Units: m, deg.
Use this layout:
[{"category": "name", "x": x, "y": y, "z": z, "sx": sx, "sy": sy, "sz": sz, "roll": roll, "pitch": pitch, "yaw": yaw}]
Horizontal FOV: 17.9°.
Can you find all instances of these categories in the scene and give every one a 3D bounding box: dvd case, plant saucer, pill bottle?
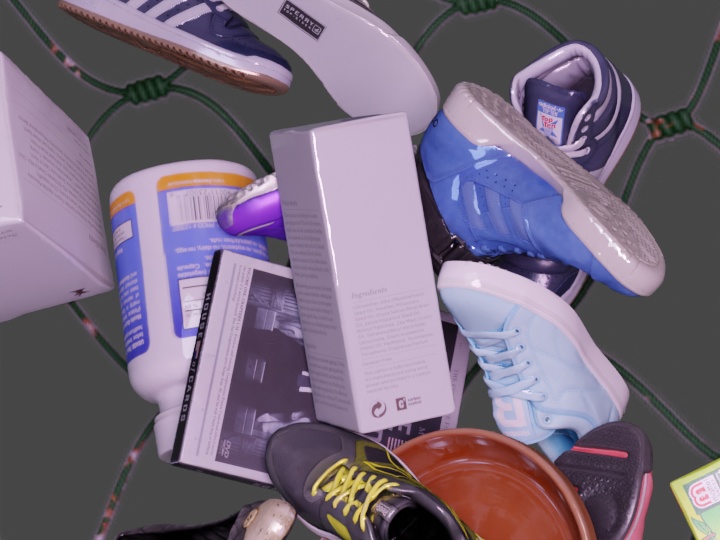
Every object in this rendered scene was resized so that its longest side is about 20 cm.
[{"category": "dvd case", "x": -0.023, "y": 0.083, "z": 1.578, "sx": 0.199, "sy": 0.025, "sz": 0.151, "roll": 15, "pitch": 78, "yaw": -22}, {"category": "plant saucer", "x": 0.069, "y": 0.206, "z": 1.514, "sx": 0.199, "sy": 0.032, "sz": 0.202, "roll": -7, "pitch": 76, "yaw": 30}, {"category": "pill bottle", "x": -0.114, "y": 0.032, "z": 1.625, "sx": 0.111, "sy": 0.112, "sz": 0.201, "roll": -11, "pitch": 74, "yaw": 10}]

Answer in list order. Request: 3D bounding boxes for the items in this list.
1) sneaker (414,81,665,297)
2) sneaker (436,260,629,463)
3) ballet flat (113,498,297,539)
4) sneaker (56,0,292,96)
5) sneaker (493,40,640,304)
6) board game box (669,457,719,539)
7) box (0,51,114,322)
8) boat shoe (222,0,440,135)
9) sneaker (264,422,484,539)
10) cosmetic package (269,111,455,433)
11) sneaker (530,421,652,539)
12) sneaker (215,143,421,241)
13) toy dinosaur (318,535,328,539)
[{"category": "sneaker", "x": 0.106, "y": -0.024, "z": 1.520, "sx": 0.200, "sy": 0.077, "sz": 0.111, "roll": 44, "pitch": 112, "yaw": 22}, {"category": "sneaker", "x": 0.113, "y": 0.071, "z": 1.519, "sx": 0.074, "sy": 0.200, "sz": 0.082, "roll": -6, "pitch": 52, "yaw": 43}, {"category": "ballet flat", "x": -0.109, "y": 0.190, "z": 1.555, "sx": 0.057, "sy": 0.200, "sz": 0.067, "roll": 47, "pitch": 52, "yaw": -13}, {"category": "sneaker", "x": -0.123, "y": -0.210, "z": 1.711, "sx": 0.199, "sy": 0.070, "sz": 0.109, "roll": 24, "pitch": 84, "yaw": 20}, {"category": "sneaker", "x": 0.130, "y": -0.063, "z": 1.585, "sx": 0.070, "sy": 0.108, "sz": 0.201, "roll": 18, "pitch": 79, "yaw": 25}, {"category": "board game box", "x": 0.270, "y": 0.226, "z": 1.495, "sx": 0.047, "sy": 0.102, "sz": 0.201, "roll": -26, "pitch": 72, "yaw": 4}, {"category": "box", "x": -0.306, "y": -0.043, "z": 1.640, "sx": 0.198, "sy": 0.200, "sz": 0.131, "roll": -14, "pitch": 73, "yaw": 8}, {"category": "boat shoe", "x": -0.017, "y": -0.181, "z": 1.677, "sx": 0.200, "sy": 0.064, "sz": 0.071, "roll": 41, "pitch": 120, "yaw": -3}, {"category": "sneaker", "x": 0.015, "y": 0.152, "z": 1.481, "sx": 0.200, "sy": 0.085, "sz": 0.075, "roll": 32, "pitch": 77, "yaw": 26}, {"category": "cosmetic package", "x": 0.000, "y": 0.000, "z": 1.515, "sx": 0.071, "sy": 0.101, "sz": 0.201, "roll": -11, "pitch": 96, "yaw": -18}, {"category": "sneaker", "x": 0.156, "y": 0.200, "z": 1.534, "sx": 0.073, "sy": 0.087, "sz": 0.201, "roll": 13, "pitch": 87, "yaw": 30}, {"category": "sneaker", "x": -0.001, "y": -0.029, "z": 1.603, "sx": 0.199, "sy": 0.070, "sz": 0.100, "roll": -11, "pitch": 86, "yaw": -26}, {"category": "toy dinosaur", "x": -0.061, "y": 0.241, "z": 1.564, "sx": 0.058, "sy": 0.101, "sz": 0.200, "roll": 41, "pitch": 84, "yaw": 17}]
